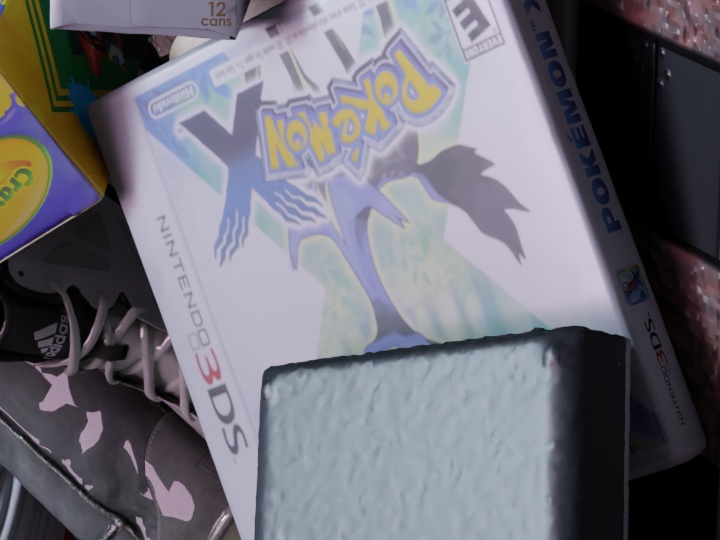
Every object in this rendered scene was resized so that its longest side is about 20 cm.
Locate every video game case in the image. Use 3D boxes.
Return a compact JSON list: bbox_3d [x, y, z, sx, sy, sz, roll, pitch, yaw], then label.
[{"bbox_3d":[0.005,-0.002,0.959,0.199,0.022,0.183,-22,87,43],"label":"video game case"}]

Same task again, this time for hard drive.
[{"bbox_3d":[0.021,0.123,0.895,0.139,0.033,0.202,-9,75,44],"label":"hard drive"}]

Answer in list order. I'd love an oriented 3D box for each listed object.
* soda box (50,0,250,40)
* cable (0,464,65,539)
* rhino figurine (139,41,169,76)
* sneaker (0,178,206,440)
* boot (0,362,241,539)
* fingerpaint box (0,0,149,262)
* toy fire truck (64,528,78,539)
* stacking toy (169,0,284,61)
[{"bbox_3d":[-0.062,-0.141,1.022,0.200,0.063,0.069,-81,-6,-69],"label":"soda box"},{"bbox_3d":[-0.220,0.121,1.339,0.200,0.069,0.200,28,79,47],"label":"cable"},{"bbox_3d":[-0.083,-0.036,1.214,0.088,0.059,0.200,64,149,25],"label":"rhino figurine"},{"bbox_3d":[-0.084,0.037,1.113,0.200,0.115,0.076,41,125,24],"label":"sneaker"},{"bbox_3d":[-0.136,0.081,1.228,0.200,0.073,0.182,36,119,5],"label":"boot"},{"bbox_3d":[-0.184,-0.041,1.101,0.073,0.199,0.167,52,-160,-21],"label":"fingerpaint box"},{"bbox_3d":[-0.133,0.162,1.351,0.168,0.112,0.200,-59,38,24],"label":"toy fire truck"},{"bbox_3d":[0.000,0.000,1.028,0.085,0.085,0.201,-33,73,64],"label":"stacking toy"}]
